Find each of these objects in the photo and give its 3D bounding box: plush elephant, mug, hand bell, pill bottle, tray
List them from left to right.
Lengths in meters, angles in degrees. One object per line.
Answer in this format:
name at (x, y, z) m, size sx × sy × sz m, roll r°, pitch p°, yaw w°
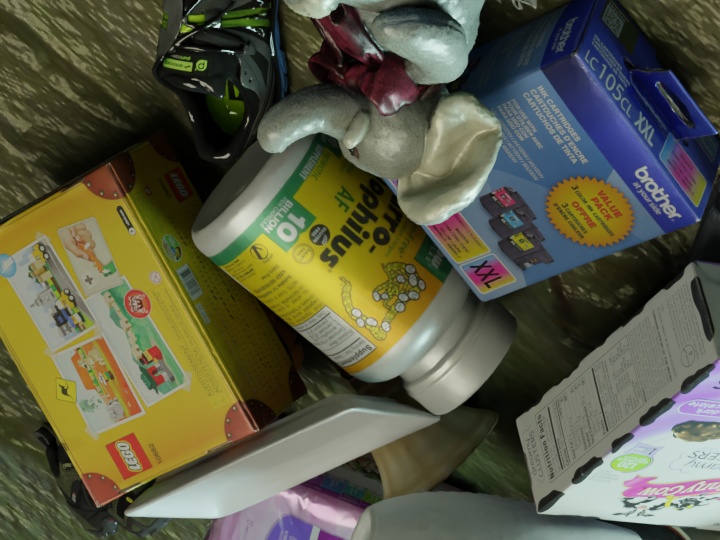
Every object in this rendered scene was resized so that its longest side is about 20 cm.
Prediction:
tray at (-0.055, 0.121, 1.437) m, size 0.200 × 0.022 × 0.107 m, roll -27°, pitch 160°, yaw 30°
hand bell at (-0.009, 0.060, 1.492) m, size 0.200 × 0.104 × 0.104 m, roll 48°, pitch 133°, yaw -3°
pill bottle at (0.000, 0.000, 1.393) m, size 0.200 × 0.113 × 0.113 m, roll 40°, pitch 134°, yaw -13°
plush elephant at (0.006, -0.119, 1.218) m, size 0.199 × 0.165 × 0.155 m, roll 3°, pitch 115°, yaw -30°
mug at (0.074, 0.217, 1.426) m, size 0.175 × 0.148 × 0.200 m, roll 16°, pitch 179°, yaw -9°

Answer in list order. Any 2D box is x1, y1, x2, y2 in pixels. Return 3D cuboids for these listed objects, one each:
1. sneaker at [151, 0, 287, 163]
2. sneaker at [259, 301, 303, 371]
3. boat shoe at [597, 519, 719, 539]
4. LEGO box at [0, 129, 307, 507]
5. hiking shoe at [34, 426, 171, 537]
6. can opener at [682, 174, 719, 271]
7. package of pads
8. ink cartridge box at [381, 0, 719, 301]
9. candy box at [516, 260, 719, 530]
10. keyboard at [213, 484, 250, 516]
sneaker at (-0.088, -0.150, 1.317) m, size 0.070 × 0.083 × 0.200 m, roll 7°, pitch 132°, yaw 19°
sneaker at (-0.118, 0.022, 1.495) m, size 0.078 × 0.077 × 0.200 m, roll -26°, pitch 115°, yaw 41°
boat shoe at (0.220, 0.188, 1.465) m, size 0.199 × 0.071 × 0.063 m, roll 25°, pitch 121°, yaw 30°
LEGO box at (-0.152, 0.033, 1.431) m, size 0.149 × 0.077 × 0.201 m, roll -25°, pitch 96°, yaw 31°
hiking shoe at (-0.183, 0.142, 1.620) m, size 0.101 × 0.076 × 0.200 m, roll 49°, pitch 146°, yaw -13°
can opener at (0.234, -0.029, 1.300) m, size 0.066 × 0.053 × 0.200 m, roll 22°, pitch 136°, yaw 3°
package of pads at (-0.013, 0.192, 1.602) m, size 0.199 × 0.076 × 0.121 m, roll 21°, pitch 135°, yaw 5°
ink cartridge box at (0.121, -0.077, 1.295) m, size 0.200 × 0.076 × 0.137 m, roll -24°, pitch 117°, yaw 37°
candy box at (0.221, 0.084, 1.344) m, size 0.167 × 0.072 × 0.200 m, roll 8°, pitch 144°, yaw -29°
keyboard at (-0.145, 0.079, 1.538) m, size 0.056 × 0.011 × 0.200 m, roll -40°, pitch 79°, yaw 23°
